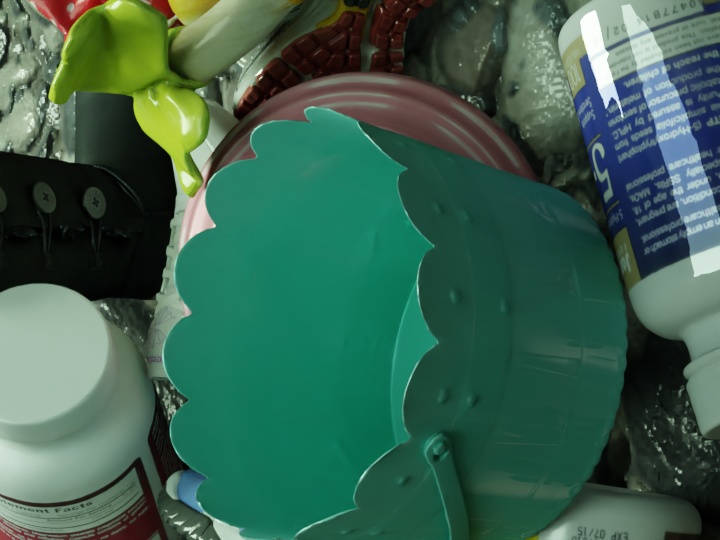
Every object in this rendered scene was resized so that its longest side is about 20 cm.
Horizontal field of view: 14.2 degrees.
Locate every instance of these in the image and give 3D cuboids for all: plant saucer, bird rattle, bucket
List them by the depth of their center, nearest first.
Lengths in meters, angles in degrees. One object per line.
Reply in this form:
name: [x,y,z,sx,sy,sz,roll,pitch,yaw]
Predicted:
bucket: [0.016,0.035,1.332,0.207,0.134,0.208,-21,64,50]
plant saucer: [0.000,0.000,1.468,0.200,0.051,0.201,1,96,12]
bird rattle: [-0.087,-0.136,1.512,0.163,0.113,0.200,-35,22,14]

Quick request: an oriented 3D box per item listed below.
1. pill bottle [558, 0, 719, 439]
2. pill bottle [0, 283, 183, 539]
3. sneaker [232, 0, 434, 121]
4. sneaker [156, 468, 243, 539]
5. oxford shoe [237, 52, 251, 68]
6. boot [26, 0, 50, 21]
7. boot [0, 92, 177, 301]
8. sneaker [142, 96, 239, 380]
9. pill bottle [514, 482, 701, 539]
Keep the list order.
pill bottle: [0.171,-0.032,1.315,0.120,0.119,0.201,-26,73,42]
pill bottle: [-0.161,0.092,1.585,0.113,0.113,0.200,54,167,29]
sneaker: [-0.005,-0.146,1.531,0.200,0.078,0.082,-51,36,34]
sneaker: [-0.028,0.132,1.493,0.200,0.076,0.077,16,75,47]
oxford shoe: [-0.046,-0.205,1.568,0.075,0.058,0.201,28,112,38]
boot: [-0.124,-0.230,1.608,0.200,0.072,0.183,6,95,55]
boot: [-0.183,-0.057,1.606,0.066,0.200,0.165,-35,68,40]
sneaker: [-0.074,0.007,1.540,0.075,0.099,0.201,-12,95,60]
pill bottle: [0.099,0.203,1.386,0.109,0.109,0.201,5,87,44]
